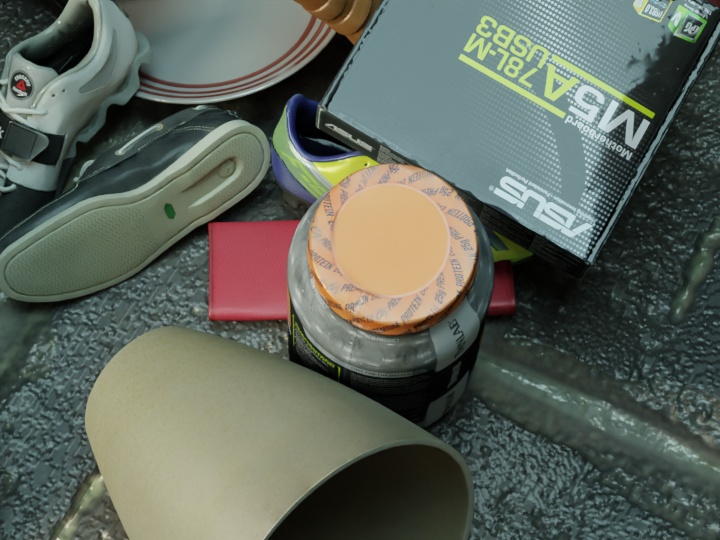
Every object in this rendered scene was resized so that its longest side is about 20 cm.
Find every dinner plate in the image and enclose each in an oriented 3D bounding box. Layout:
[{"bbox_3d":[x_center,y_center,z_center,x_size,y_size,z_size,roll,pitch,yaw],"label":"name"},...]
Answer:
[{"bbox_3d":[-0.103,-0.183,1.608,0.198,0.024,0.201,-4,51,5],"label":"dinner plate"}]

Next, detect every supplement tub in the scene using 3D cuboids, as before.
[{"bbox_3d":[0.016,0.017,1.384,0.121,0.200,0.124,0,72,-1],"label":"supplement tub"}]

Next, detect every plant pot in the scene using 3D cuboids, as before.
[{"bbox_3d":[-0.068,0.122,1.353,0.187,0.188,0.200,-35,51,-21],"label":"plant pot"}]

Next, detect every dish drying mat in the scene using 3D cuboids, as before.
[{"bbox_3d":[0.000,0.000,1.513,0.198,0.018,0.077,-1,57,-2],"label":"dish drying mat"}]

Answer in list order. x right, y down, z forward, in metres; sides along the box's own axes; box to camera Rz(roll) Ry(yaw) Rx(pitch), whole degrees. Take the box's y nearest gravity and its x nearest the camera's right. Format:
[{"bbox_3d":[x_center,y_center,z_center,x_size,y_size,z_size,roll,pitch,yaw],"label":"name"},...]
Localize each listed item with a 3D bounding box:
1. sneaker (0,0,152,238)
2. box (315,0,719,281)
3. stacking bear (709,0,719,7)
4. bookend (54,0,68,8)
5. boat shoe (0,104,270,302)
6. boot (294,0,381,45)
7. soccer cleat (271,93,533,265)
[{"bbox_3d":[-0.219,-0.098,1.510,0.074,0.089,0.201,25,75,26],"label":"sneaker"},{"bbox_3d":[0.102,-0.126,1.466,0.199,0.048,0.194,31,73,4],"label":"box"},{"bbox_3d":[0.161,-0.126,1.549,0.121,0.114,0.201,19,63,10],"label":"stacking bear"},{"bbox_3d":[-0.250,-0.255,1.597,0.199,0.200,0.092,43,59,-18],"label":"bookend"},{"bbox_3d":[-0.156,-0.045,1.513,0.199,0.072,0.068,-32,45,-18],"label":"boat shoe"},{"bbox_3d":[0.010,-0.163,1.521,0.076,0.155,0.202,-20,68,29],"label":"boot"},{"bbox_3d":[0.034,-0.060,1.494,0.199,0.084,0.065,17,44,15],"label":"soccer cleat"}]
